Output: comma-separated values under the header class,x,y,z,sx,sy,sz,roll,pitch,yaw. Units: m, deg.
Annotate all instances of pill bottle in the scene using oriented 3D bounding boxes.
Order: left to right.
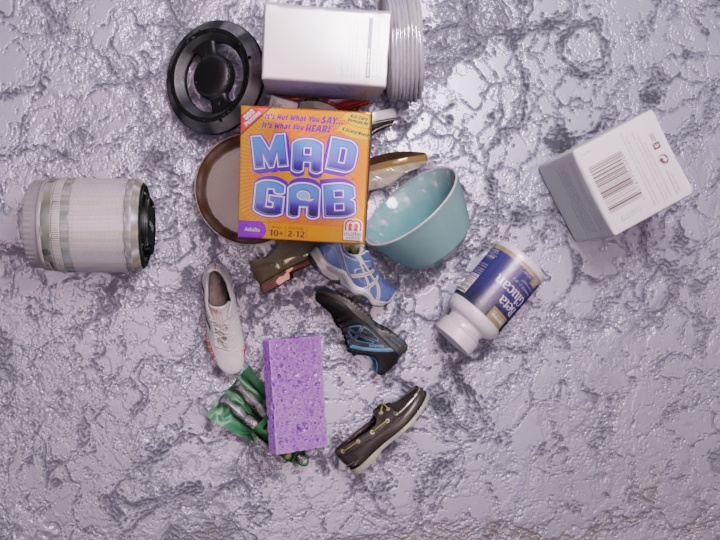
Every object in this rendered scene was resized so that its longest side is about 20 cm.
class,x,y,z,sx,sy,sz,roll,pitch,yaw
pill bottle,0.231,0.053,1.572,0.111,0.111,0.200,42,86,-4

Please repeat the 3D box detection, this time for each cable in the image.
class,x,y,z,sx,sy,sz,roll,pitch,yaw
cable,0.071,-0.396,1.512,0.068,0.200,0.202,-4,94,-2

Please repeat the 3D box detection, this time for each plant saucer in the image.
class,x,y,z,sx,sy,sz,roll,pitch,yaw
plant saucer,-0.200,-0.147,1.565,0.198,0.032,0.203,0,90,-7

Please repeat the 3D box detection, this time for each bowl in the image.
class,x,y,z,sx,sy,sz,roll,pitch,yaw
bowl,0.116,-0.080,1.535,0.201,0.201,0.105,-43,113,-5

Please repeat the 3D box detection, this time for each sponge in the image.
class,x,y,z,sx,sy,sz,roll,pitch,yaw
sponge,-0.116,0.219,1.540,0.111,0.030,0.202,0,84,-37

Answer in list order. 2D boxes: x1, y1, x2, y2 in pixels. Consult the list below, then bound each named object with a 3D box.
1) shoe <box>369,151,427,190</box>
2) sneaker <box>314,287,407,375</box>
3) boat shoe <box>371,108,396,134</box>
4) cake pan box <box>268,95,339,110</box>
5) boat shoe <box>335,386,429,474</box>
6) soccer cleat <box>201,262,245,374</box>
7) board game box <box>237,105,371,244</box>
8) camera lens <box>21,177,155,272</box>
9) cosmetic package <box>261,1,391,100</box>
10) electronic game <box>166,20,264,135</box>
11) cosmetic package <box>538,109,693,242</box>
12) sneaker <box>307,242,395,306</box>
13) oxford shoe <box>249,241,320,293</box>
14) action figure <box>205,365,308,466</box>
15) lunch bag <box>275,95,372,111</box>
class,x,y,z,sx,sy,sz,roll,pitch,yaw
shoe,0.027,-0.176,1.577,0.198,0.070,0.054,-12,110,2
sneaker,-0.010,0.108,1.564,0.199,0.073,0.082,38,87,-4
boat shoe,-0.021,-0.233,1.570,0.198,0.071,0.064,-23,91,2
cake pan box,-0.088,-0.196,1.515,0.182,0.052,0.202,15,99,-3
boat shoe,0.040,0.280,1.568,0.061,0.072,0.201,45,88,-8
soccer cleat,-0.246,0.086,1.531,0.068,0.085,0.202,-8,90,-6
board game box,-0.084,-0.159,1.396,0.197,0.200,0.202,3,100,1
camera lens,-0.456,-0.077,1.471,0.198,0.160,0.162,0,90,-6
cosmetic package,-0.060,-0.353,1.419,0.198,0.199,0.124,4,95,-4
electronic game,-0.257,-0.340,1.522,0.198,0.042,0.202,-1,88,23
cosmetic package,0.452,-0.164,1.552,0.164,0.200,0.166,-28,92,-5
sneaker,0.000,0.000,1.527,0.199,0.076,0.077,31,104,-40
oxford shoe,-0.109,-0.040,1.556,0.199,0.071,0.074,-33,90,-6
action figure,-0.166,0.283,1.557,0.200,0.055,0.118,43,82,-8
lunch bag,-0.062,-0.348,1.561,0.198,0.082,0.178,-17,95,-4
